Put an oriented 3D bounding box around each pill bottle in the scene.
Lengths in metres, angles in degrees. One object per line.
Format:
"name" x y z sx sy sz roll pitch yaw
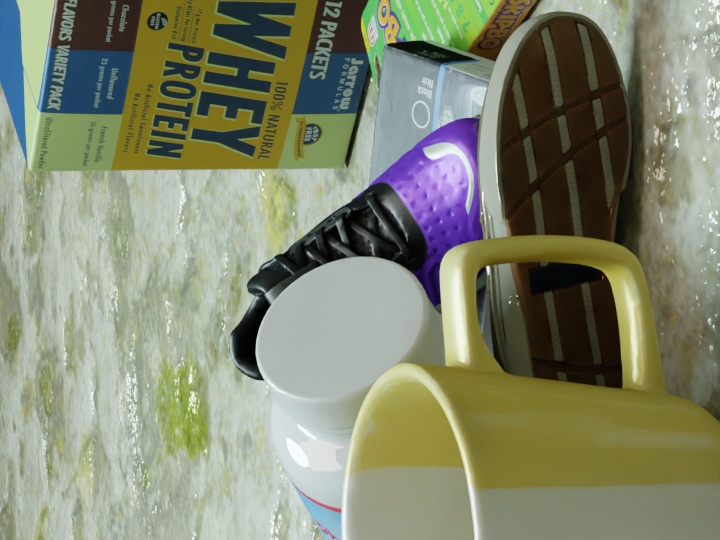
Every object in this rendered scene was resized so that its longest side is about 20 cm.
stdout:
"pill bottle" 0.022 0.088 1.138 0.201 0.108 0.109 63 -178 -45

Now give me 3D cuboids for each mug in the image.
"mug" 0.091 0.096 1.007 0.150 0.152 0.188 -126 40 -56

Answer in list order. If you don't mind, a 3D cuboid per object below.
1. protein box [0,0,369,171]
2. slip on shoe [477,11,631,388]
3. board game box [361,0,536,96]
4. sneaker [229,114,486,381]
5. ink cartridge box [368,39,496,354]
"protein box" -0.116 -0.172 1.462 0.199 0.198 0.136 -115 31 -45
"slip on shoe" 0.088 -0.019 1.125 0.061 0.075 0.202 -166 68 -69
"board game box" 0.048 -0.146 1.277 0.200 0.030 0.096 129 135 -55
"sneaker" 0.000 0.001 1.186 0.200 0.099 0.070 -48 64 43
"ink cartridge box" 0.045 -0.011 1.239 0.099 0.039 0.202 22 115 45
